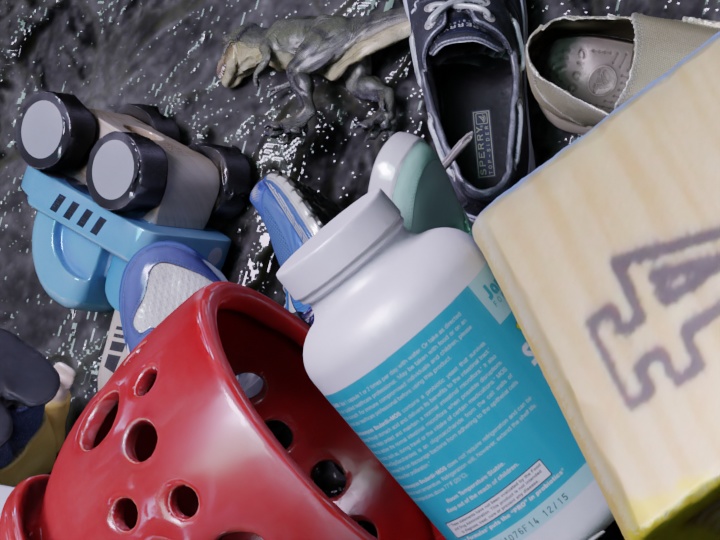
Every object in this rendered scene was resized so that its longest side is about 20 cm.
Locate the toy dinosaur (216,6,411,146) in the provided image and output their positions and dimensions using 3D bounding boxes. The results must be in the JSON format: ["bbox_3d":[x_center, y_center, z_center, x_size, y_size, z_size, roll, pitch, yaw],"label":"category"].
[{"bbox_3d":[-0.013,-0.119,1.722,0.200,0.047,0.088,-7,64,29],"label":"toy dinosaur"}]

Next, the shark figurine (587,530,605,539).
[{"bbox_3d":[0.125,0.230,1.480,0.089,0.215,0.128,-33,15,-22],"label":"shark figurine"}]

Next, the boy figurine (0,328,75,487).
[{"bbox_3d":[-0.217,0.103,1.721,0.064,0.200,0.124,42,67,8],"label":"boy figurine"}]

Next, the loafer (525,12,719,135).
[{"bbox_3d":[0.171,-0.100,1.573,0.200,0.068,0.076,4,77,35],"label":"loafer"}]

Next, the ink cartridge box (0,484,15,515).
[{"bbox_3d":[-0.229,0.200,1.683,0.200,0.197,0.043,6,40,35],"label":"ink cartridge box"}]

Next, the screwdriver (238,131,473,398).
[{"bbox_3d":[0.000,0.000,1.604,0.200,0.029,0.028,-48,61,9],"label":"screwdriver"}]

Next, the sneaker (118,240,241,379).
[{"bbox_3d":[-0.087,0.080,1.641,0.075,0.088,0.200,-16,91,-1],"label":"sneaker"}]

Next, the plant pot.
[{"bbox_3d":[-0.076,0.134,1.504,0.182,0.200,0.201,-39,57,15],"label":"plant pot"}]

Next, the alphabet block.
[{"bbox_3d":[0.207,0.023,1.432,0.196,0.195,0.200,-38,58,21],"label":"alphabet block"}]

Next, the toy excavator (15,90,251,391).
[{"bbox_3d":[-0.137,0.015,1.745,0.194,0.100,0.200,29,106,36],"label":"toy excavator"}]

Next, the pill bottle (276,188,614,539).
[{"bbox_3d":[0.047,0.056,1.471,0.111,0.111,0.200,-38,97,19],"label":"pill bottle"}]

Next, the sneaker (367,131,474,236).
[{"bbox_3d":[0.079,0.013,1.546,0.118,0.201,0.074,1,35,32],"label":"sneaker"}]

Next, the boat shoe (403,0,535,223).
[{"bbox_3d":[0.060,-0.127,1.643,0.072,0.068,0.200,-6,73,6],"label":"boat shoe"}]

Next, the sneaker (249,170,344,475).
[{"bbox_3d":[-0.025,0.030,1.660,0.089,0.079,0.200,-35,58,17],"label":"sneaker"}]
